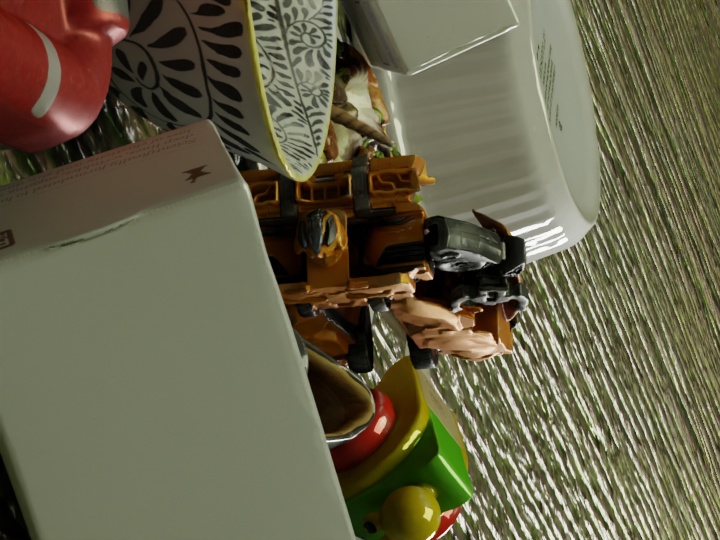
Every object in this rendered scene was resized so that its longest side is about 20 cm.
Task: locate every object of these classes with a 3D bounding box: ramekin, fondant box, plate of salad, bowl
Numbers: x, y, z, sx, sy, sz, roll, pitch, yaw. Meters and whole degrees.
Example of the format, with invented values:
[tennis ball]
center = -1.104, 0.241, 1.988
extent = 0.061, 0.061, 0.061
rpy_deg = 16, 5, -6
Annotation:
[ramekin]
center = 0.067, -0.092, 1.594
extent = 0.202, 0.094, 0.204
rpy_deg = -10, 90, -76
[fondant box]
center = 0.007, -0.165, 1.319
extent = 0.200, 0.058, 0.145
rpy_deg = -137, -158, -83
[plate of salad]
center = -0.013, -0.062, 1.354
extent = 0.200, 0.048, 0.201
rpy_deg = -9, 90, -76
[bowl]
center = -0.069, -0.130, 1.062
extent = 0.201, 0.094, 0.202
rpy_deg = -3, 90, -80

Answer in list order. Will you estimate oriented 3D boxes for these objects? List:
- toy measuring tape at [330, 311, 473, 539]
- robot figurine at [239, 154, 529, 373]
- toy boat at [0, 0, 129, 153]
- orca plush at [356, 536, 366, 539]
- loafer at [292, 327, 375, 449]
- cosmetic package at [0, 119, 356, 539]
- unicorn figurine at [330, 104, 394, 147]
[toy measuring tape]
center = 0.006, 0.072, 1.291
extent = 0.200, 0.073, 0.074
rpy_deg = -103, 177, -66
[robot figurine]
center = 0.000, 0.000, 1.180
extent = 0.200, 0.144, 0.059
rpy_deg = 54, 32, -73
[toy boat]
center = -0.098, -0.116, 0.887
extent = 0.200, 0.130, 0.131
rpy_deg = 29, 52, -72
[orca plush]
center = -0.008, 0.129, 1.202
extent = 0.071, 0.105, 0.200
rpy_deg = 51, 10, 16
[loafer]
center = -0.054, 0.032, 1.078
extent = 0.200, 0.072, 0.073
rpy_deg = 32, 51, -70
[cosmetic package]
center = -0.061, 0.063, 0.945
extent = 0.074, 0.101, 0.201
rpy_deg = -122, -165, -67
[unicorn figurine]
center = -0.062, -0.148, 1.202
extent = 0.200, 0.074, 0.138
rpy_deg = 53, 26, -27
